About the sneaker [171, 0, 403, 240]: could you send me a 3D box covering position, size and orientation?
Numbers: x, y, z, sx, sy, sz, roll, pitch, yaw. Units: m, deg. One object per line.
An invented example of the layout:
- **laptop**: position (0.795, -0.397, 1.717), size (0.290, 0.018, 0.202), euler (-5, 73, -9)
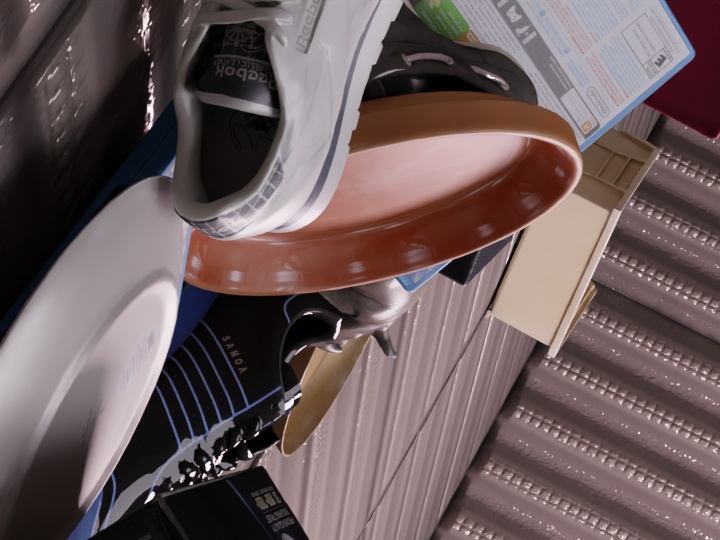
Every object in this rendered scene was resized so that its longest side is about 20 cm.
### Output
- **sneaker**: position (-0.028, -0.109, 0.870), size (0.080, 0.076, 0.201), euler (-6, 107, -67)

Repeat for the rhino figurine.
- **rhino figurine**: position (0.000, 0.000, 1.301), size (0.200, 0.087, 0.060), euler (104, -22, -57)

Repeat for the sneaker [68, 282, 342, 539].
- **sneaker**: position (-0.081, 0.075, 1.124), size (0.200, 0.078, 0.070), euler (-59, 170, -28)

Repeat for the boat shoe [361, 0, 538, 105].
- **boat shoe**: position (0.032, -0.081, 1.068), size (0.067, 0.057, 0.200), euler (-27, 155, 21)

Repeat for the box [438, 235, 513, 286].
- **box**: position (0.070, -0.112, 1.358), size (0.201, 0.106, 0.122), euler (-67, 169, 20)

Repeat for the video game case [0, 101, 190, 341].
- **video game case**: position (-0.124, 0.041, 0.927), size (0.200, 0.018, 0.143), euler (-57, 169, -35)

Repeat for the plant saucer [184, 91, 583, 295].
- **plant saucer**: position (0.005, -0.037, 1.063), size (0.200, 0.199, 0.032), euler (83, -6, -74)

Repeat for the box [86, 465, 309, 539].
- **box**: position (-0.115, 0.166, 0.873), size (0.199, 0.086, 0.164), euler (-32, 173, 8)

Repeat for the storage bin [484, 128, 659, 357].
- **storage bin**: position (0.242, -0.042, 2.553), size (0.199, 0.093, 0.201), euler (-48, 162, -58)

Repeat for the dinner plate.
- **dinner plate**: position (-0.112, 0.057, 0.870), size (0.201, 0.024, 0.200), euler (-61, 172, -16)

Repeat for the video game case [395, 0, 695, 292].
- **video game case**: position (0.065, -0.097, 1.161), size (0.200, 0.018, 0.143), euler (-40, 129, 0)

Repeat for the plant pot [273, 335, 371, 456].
- **plant pot**: position (-0.016, 0.031, 1.531), size (0.201, 0.027, 0.200), euler (-60, 171, -17)

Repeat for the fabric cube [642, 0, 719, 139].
- **fabric cube**: position (0.212, -0.245, 1.502), size (0.199, 0.199, 0.197), euler (-49, 164, -51)
